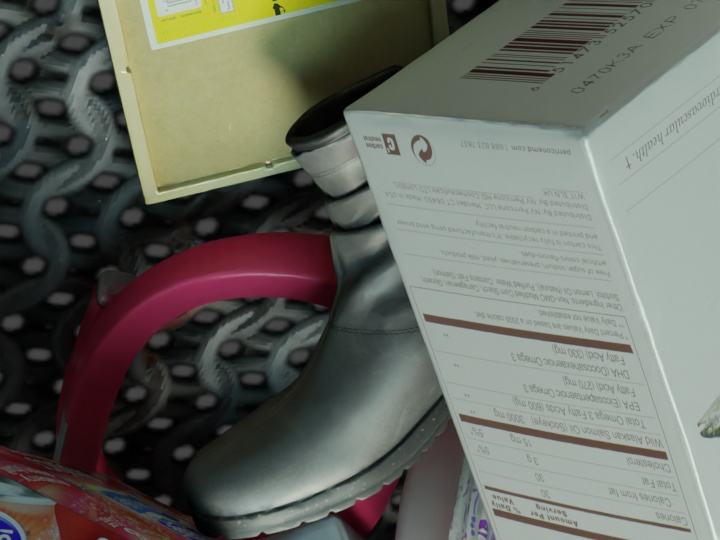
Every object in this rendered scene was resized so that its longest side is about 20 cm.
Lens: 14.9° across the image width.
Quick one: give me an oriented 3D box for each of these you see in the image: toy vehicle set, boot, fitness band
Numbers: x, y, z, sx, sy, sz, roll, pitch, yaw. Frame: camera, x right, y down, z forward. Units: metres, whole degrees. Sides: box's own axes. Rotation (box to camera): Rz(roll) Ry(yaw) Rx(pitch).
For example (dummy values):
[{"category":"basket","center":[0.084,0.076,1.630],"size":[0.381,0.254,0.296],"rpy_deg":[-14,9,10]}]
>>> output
[{"category":"toy vehicle set","center":[-0.035,-0.117,0.976],"size":[0.124,0.027,0.201],"rpy_deg":[-13,135,-5]},{"category":"boot","center":[0.000,0.000,1.010],"size":[0.200,0.070,0.132],"rpy_deg":[-33,117,-10]},{"category":"fitness band","center":[-0.049,0.058,1.115],"size":[0.143,0.038,0.200],"rpy_deg":[9,135,-13]}]

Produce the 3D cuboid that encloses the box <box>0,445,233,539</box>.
[{"category":"box","center":[-0.105,0.127,1.002],"size":[0.096,0.099,0.200],"rpy_deg":[-64,162,-2]}]

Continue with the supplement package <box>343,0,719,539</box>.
[{"category":"supplement package","center":[0.099,0.010,0.940],"size":[0.117,0.117,0.201],"rpy_deg":[-38,119,-33]}]

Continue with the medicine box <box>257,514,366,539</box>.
[{"category":"medicine box","center":[-0.057,0.205,1.180],"size":[0.199,0.103,0.182],"rpy_deg":[-22,154,11]}]

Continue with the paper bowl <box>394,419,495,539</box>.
[{"category":"paper bowl","center":[0.085,0.112,1.125],"size":[0.104,0.201,0.201],"rpy_deg":[5,143,27]}]
